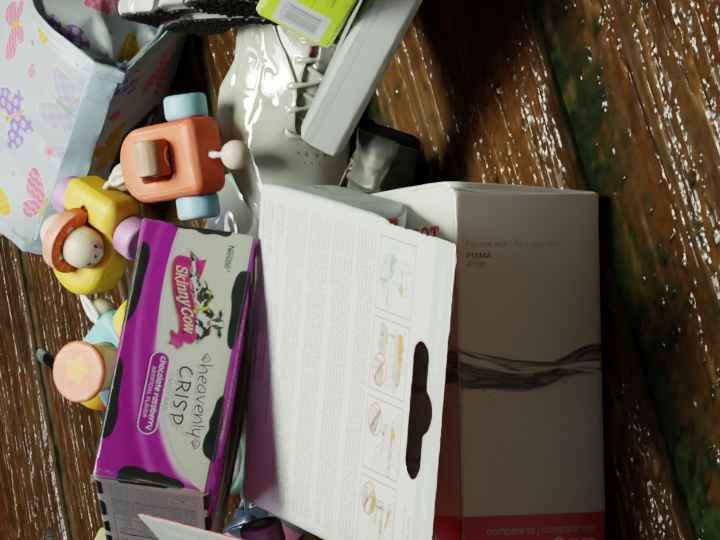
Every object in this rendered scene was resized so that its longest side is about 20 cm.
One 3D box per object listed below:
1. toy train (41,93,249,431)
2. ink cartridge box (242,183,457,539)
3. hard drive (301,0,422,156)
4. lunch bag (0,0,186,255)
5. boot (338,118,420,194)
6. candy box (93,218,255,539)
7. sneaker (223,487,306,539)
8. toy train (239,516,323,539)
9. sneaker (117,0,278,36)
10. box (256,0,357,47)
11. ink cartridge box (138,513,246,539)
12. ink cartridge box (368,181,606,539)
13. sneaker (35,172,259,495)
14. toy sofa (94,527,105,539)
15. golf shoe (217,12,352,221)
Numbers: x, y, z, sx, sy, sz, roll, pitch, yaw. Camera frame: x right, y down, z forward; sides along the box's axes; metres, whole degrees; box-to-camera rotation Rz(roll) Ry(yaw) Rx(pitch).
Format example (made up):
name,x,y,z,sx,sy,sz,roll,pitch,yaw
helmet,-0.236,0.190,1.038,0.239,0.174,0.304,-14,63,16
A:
name,x,y,z,sx,sy,sz,roll,pitch,yaw
toy train,-0.126,0.004,1.685,0.150,0.056,0.200,-1,95,43
ink cartridge box,0.008,0.051,1.403,0.200,0.057,0.163,16,104,58
hard drive,0.030,-0.166,1.504,0.200,0.027,0.132,119,175,-47
lunch bag,-0.189,-0.127,1.975,0.200,0.127,0.170,-102,27,-49
boot,0.000,0.000,1.616,0.200,0.068,0.131,115,172,-73
candy box,-0.092,0.071,1.538,0.200,0.061,0.136,99,-179,-72
sneaker,-0.050,0.143,1.689,0.070,0.082,0.200,126,139,-57
toy train,-0.011,0.206,1.573,0.200,0.056,0.150,26,125,32
sneaker,-0.067,-0.174,1.626,0.200,0.074,0.080,5,83,54
box,0.016,-0.218,1.479,0.200,0.048,0.122,-64,4,-14
ink cartridge box,0.010,0.173,1.402,0.200,0.044,0.174,8,140,48
ink cartridge box,0.052,0.061,1.452,0.147,0.083,0.200,174,97,-67
sneaker,-0.124,0.039,1.787,0.078,0.140,0.200,-152,65,-69
toy sofa,-0.106,0.244,1.742,0.200,0.098,0.083,80,-153,-48
golf shoe,-0.034,-0.116,1.677,0.092,0.075,0.200,-26,67,61
